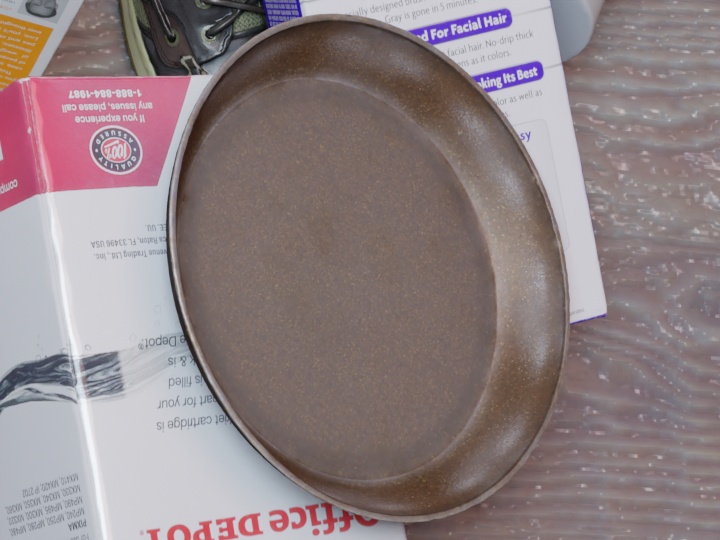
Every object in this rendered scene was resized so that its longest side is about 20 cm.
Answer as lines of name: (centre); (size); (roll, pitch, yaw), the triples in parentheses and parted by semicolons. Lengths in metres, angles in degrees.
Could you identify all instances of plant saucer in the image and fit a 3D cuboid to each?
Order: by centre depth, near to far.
plant saucer: (0.000, 0.000, 0.955); (0.200, 0.032, 0.200); (12, 71, -38)

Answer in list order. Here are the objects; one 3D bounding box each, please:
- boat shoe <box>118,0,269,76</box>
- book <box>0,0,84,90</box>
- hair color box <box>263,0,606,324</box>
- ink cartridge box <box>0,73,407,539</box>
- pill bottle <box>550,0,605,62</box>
boat shoe: (-0.068, -0.122, 1.078); (0.073, 0.065, 0.200); (-25, 81, -32)
book: (-0.183, -0.106, 0.940); (0.133, 0.200, 0.048); (13, 64, -19)
hair color box: (0.028, -0.067, 1.042); (0.109, 0.065, 0.200); (-14, 102, -16)
ink cartridge box: (-0.074, 0.029, 0.962); (0.145, 0.084, 0.200); (-4, 80, -39)
pill bottle: (0.093, -0.198, 1.156); (0.113, 0.113, 0.200); (26, 60, -12)
